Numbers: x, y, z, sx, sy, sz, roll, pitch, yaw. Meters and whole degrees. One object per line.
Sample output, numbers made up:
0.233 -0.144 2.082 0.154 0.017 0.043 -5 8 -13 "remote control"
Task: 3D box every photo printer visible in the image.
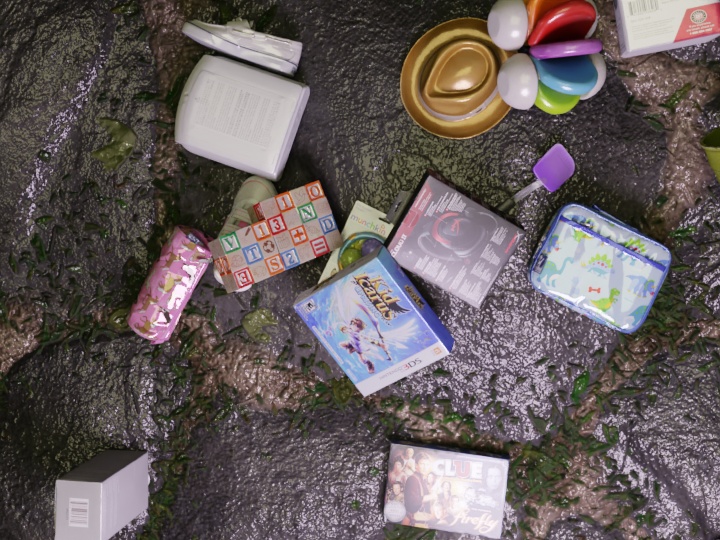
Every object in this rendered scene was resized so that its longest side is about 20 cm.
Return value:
-0.201 -0.255 1.583 0.198 0.069 0.168 19 90 7 "photo printer"

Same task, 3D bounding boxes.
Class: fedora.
0.156 -0.306 1.521 0.199 0.082 0.203 1 94 9 "fedora"

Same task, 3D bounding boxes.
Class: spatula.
0.258 -0.120 1.550 0.200 0.021 0.057 -40 104 14 "spatula"

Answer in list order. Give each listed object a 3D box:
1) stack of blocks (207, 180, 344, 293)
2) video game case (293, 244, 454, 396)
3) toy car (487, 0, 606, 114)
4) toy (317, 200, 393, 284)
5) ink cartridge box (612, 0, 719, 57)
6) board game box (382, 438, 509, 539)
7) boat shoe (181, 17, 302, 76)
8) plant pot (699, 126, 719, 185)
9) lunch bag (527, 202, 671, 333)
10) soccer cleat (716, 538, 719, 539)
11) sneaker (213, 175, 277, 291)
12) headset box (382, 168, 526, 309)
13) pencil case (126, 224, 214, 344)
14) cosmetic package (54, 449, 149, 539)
-0.139 -0.055 1.544 0.199 0.058 0.116 -24 94 -27 "stack of blocks"
0.021 0.085 1.540 0.181 0.046 0.200 -30 106 28 "video game case"
0.297 -0.339 1.442 0.174 0.150 0.202 -11 93 -20 "toy car"
0.000 0.000 1.588 0.114 0.047 0.201 26 98 5 "toy"
0.457 -0.439 1.463 0.146 0.086 0.202 -9 92 10 "ink cartridge box"
0.141 0.361 1.601 0.198 0.035 0.137 6 95 8 "board game box"
-0.192 -0.380 1.577 0.199 0.072 0.066 20 93 6 "boat shoe"
0.626 -0.126 1.422 0.199 0.201 0.194 -17 104 10 "plant pot"
0.373 -0.009 1.514 0.199 0.082 0.162 28 95 5 "lunch bag"
0.565 0.524 1.541 0.073 0.068 0.201 19 94 -17 "soccer cleat"
-0.189 -0.059 1.591 0.081 0.088 0.202 15 95 7 "sneaker"
0.137 -0.056 1.524 0.199 0.075 0.149 29 104 -6 "headset box"
-0.317 0.023 1.623 0.082 0.087 0.201 27 100 -25 "pencil case"
-0.427 0.374 1.609 0.089 0.200 0.108 2 92 7 "cosmetic package"
